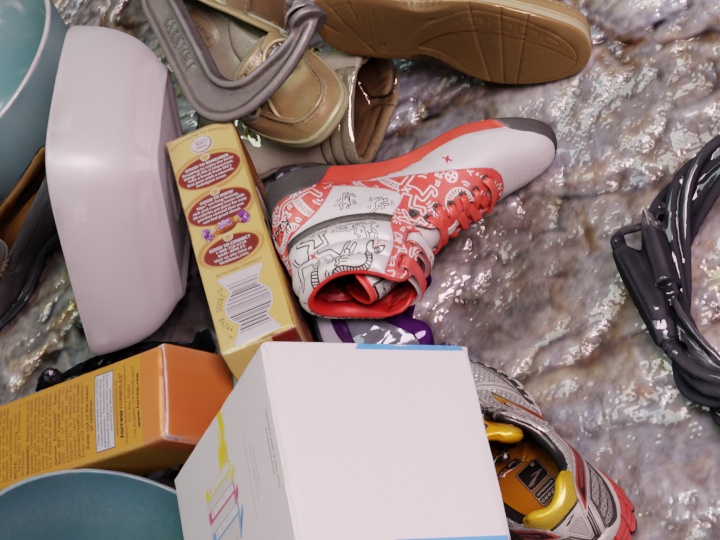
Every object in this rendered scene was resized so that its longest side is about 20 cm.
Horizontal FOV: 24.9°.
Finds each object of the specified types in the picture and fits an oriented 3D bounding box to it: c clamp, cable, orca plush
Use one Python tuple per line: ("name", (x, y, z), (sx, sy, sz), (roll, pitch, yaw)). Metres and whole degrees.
("c clamp", (-0.083, -0.210, 1.157), (0.170, 0.027, 0.201), (-32, 62, 19))
("cable", (0.243, 0.004, 0.954), (0.163, 0.051, 0.200), (-31, 46, 11))
("orca plush", (-0.203, 0.098, 1.201), (0.199, 0.071, 0.106), (-22, 53, 24))

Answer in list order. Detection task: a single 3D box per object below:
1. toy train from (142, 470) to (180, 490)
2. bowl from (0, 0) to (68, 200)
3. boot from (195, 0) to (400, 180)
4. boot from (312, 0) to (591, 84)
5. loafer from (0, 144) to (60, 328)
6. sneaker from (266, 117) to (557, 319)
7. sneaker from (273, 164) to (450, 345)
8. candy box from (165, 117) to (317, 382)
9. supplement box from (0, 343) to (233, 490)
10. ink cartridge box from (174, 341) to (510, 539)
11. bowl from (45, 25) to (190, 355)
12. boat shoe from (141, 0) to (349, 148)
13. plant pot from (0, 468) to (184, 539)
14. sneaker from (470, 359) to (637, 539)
("toy train", (-0.128, 0.165, 1.129), (0.199, 0.034, 0.046), (6, 102, 37))
("bowl", (-0.305, -0.140, 1.393), (0.200, 0.105, 0.202), (-22, 48, 27))
("boot", (-0.043, -0.161, 1.242), (0.154, 0.072, 0.201), (-7, 65, 34))
("boot", (0.081, -0.213, 1.178), (0.199, 0.073, 0.156), (9, 48, 17))
("loafer", (-0.295, -0.021, 1.341), (0.200, 0.072, 0.073), (-51, 47, 0))
("sneaker", (0.044, -0.029, 1.067), (0.200, 0.067, 0.108), (-13, 52, -5))
("sneaker", (0.000, 0.000, 1.130), (0.087, 0.075, 0.201), (-19, 54, -1))
("candy box", (-0.075, 0.005, 1.127), (0.056, 0.117, 0.200), (-22, 51, 1))
("supplement box", (-0.175, 0.107, 1.101), (0.199, 0.066, 0.069), (-22, 65, 37))
("ink cartridge box", (-0.021, 0.144, 0.952), (0.200, 0.128, 0.126), (123, 141, -51))
("bowl", (-0.170, -0.062, 1.196), (0.074, 0.200, 0.200), (-4, 40, 3))
("boat shoe", (-0.088, -0.154, 1.186), (0.073, 0.063, 0.201), (-52, 52, 6))
("plant pot", (-0.171, 0.245, 1.031), (0.200, 0.199, 0.135), (63, 143, 41))
("sneaker", (0.080, 0.101, 0.984), (0.078, 0.082, 0.200), (-53, 46, -3))
